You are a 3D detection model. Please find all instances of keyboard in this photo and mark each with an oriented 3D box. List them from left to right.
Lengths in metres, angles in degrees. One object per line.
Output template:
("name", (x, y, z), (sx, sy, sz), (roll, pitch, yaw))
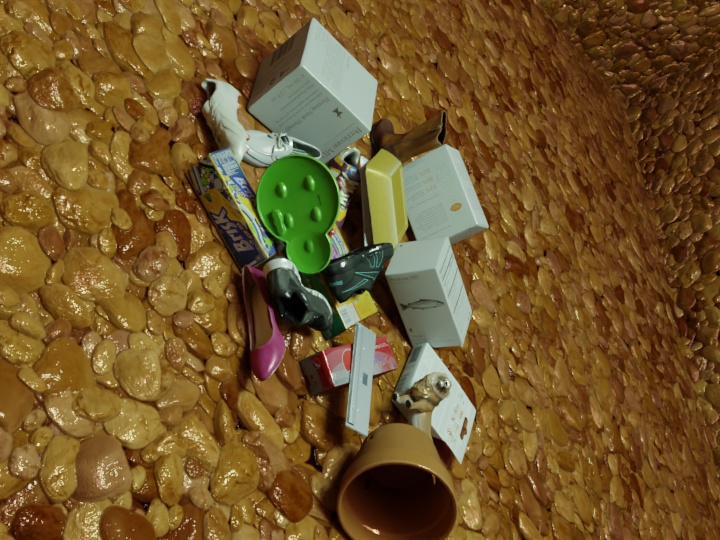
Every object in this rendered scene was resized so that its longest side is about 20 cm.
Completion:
("keyboard", (0.002, 0.190, 1.402), (0.056, 0.011, 0.203), (40, 44, -41))

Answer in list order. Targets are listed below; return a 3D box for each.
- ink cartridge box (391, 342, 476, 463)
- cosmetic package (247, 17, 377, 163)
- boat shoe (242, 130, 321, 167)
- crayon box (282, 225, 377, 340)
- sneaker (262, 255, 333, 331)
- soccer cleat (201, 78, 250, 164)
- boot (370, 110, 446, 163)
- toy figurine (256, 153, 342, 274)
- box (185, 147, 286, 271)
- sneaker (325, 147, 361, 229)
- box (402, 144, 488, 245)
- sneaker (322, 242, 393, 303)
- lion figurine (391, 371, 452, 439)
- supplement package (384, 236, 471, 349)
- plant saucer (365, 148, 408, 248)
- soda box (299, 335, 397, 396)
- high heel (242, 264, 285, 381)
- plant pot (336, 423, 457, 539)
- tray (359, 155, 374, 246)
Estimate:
("ink cartridge box", (0.155, 0.274, 1.623), (0.201, 0.047, 0.161), (54, 36, -18))
("cosmetic package", (-0.093, -0.356, 1.608), (0.199, 0.166, 0.168), (38, 41, -30))
("boat shoe", (-0.158, -0.241, 1.534), (0.198, 0.066, 0.075), (3, 65, -51))
("crayon box", (-0.058, 0.015, 1.502), (0.118, 0.058, 0.202), (-24, 87, -56))
("sneaker", (-0.102, 0.066, 1.344), (0.201, 0.066, 0.091), (53, 19, -48))
("soccer cleat", (-0.251, -0.266, 1.434), (0.077, 0.069, 0.202), (17, 44, -36))
("boot", (0.110, -0.317, 1.815), (0.068, 0.199, 0.190), (41, 40, -27))
("toy figurine", (-0.081, -0.106, 1.413), (0.184, 0.148, 0.204), (-34, 111, -75))
("box", (-0.214, -0.104, 1.368), (0.202, 0.070, 0.064), (61, 33, -3))
("sneaker", (-0.042, -0.169, 1.616), (0.075, 0.090, 0.203), (32, 43, -34))
("box", (0.185, -0.163, 1.839), (0.106, 0.151, 0.203), (1, 67, -66))
("sneaker", (0.000, 0.000, 1.490), (0.199, 0.075, 0.081), (-25, 101, -50))
("lion figurine", (0.114, 0.291, 1.498), (0.121, 0.072, 0.204), (9, 91, -46))
("supplement package", (0.144, 0.048, 1.641), (0.202, 0.115, 0.118), (67, 30, -29))
("plant saucer", (0.061, -0.140, 1.659), (0.200, 0.048, 0.203), (-58, 142, -68))
("soda box", (-0.018, 0.173, 1.447), (0.199, 0.063, 0.071), (-7, 73, -53))
("high heel", (-0.169, 0.083, 1.297), (0.096, 0.067, 0.202), (49, 31, -35))
("plant pot", (0.063, 0.355, 1.336), (0.201, 0.199, 0.141), (48, 21, -19))
("tray", (0.024, -0.133, 1.649), (0.107, 0.022, 0.204), (-5, 92, -76))
